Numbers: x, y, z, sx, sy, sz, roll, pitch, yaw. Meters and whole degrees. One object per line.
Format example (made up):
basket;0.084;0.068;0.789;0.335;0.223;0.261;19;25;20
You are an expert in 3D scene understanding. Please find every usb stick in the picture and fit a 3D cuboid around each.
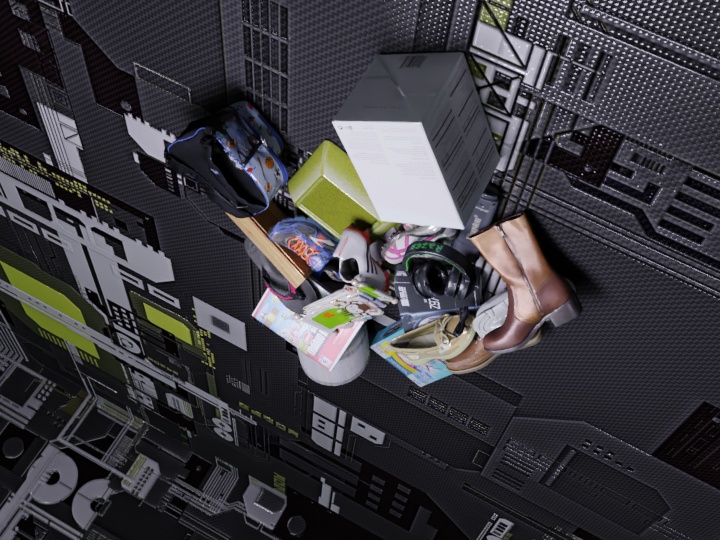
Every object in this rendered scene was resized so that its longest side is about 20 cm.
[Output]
usb stick;0.190;-0.077;1.502;0.055;0.033;0.201;27;150;10

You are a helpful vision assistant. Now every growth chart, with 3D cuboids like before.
growth chart;-0.026;0.072;1.690;0.144;0.018;0.199;21;143;-39

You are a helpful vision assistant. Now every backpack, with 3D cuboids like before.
backpack;-0.224;-0.193;1.605;0.199;0.154;0.191;-4;127;55

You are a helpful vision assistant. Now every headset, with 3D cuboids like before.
headset;0.142;0.029;1.542;0.122;0.095;0.200;3;148;34

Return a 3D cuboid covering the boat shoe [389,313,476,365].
boat shoe;0.136;0.125;1.687;0.063;0.074;0.200;27;149;-27

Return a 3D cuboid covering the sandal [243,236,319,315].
sandal;-0.160;0.013;1.757;0.075;0.045;0.200;-39;94;21

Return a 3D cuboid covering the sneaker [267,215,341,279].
sneaker;-0.086;-0.042;1.709;0.198;0.079;0.075;19;142;-29

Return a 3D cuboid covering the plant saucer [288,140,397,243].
plant saucer;-0.032;-0.120;1.635;0.199;0.048;0.200;38;150;-10

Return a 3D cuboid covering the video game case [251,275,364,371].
video game case;-0.103;0.091;1.801;0.199;0.017;0.144;35;112;3

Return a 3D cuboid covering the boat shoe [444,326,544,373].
boat shoe;0.235;0.123;1.666;0.198;0.072;0.068;-28;130;17

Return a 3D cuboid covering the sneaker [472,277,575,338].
sneaker;0.285;0.051;1.573;0.198;0.081;0.077;-24;107;33

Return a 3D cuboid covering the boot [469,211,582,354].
boot;0.239;0.026;1.485;0.187;0.069;0.201;-28;106;32

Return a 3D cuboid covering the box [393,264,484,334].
box;0.154;0.068;1.703;0.158;0.044;0.201;3;143;13

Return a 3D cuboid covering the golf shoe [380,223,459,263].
golf shoe;0.100;-0.048;1.580;0.092;0.073;0.200;44;151;0

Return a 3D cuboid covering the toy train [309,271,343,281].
toy train;-0.096;0.001;1.855;0.198;0.085;0.116;29;162;4

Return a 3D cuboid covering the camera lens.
camera lens;-0.063;0.140;1.941;0.158;0.161;0.201;20;149;19

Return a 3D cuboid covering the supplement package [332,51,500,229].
supplement package;0.087;-0.188;1.312;0.150;0.152;0.201;8;143;35

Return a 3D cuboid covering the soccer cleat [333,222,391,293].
soccer cleat;0.000;0.000;1.649;0.068;0.086;0.201;20;153;29

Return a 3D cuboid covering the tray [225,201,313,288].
tray;-0.162;-0.068;1.743;0.200;0.099;0.037;47;122;-2

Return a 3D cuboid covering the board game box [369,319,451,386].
board game box;0.127;0.167;1.916;0.150;0.047;0.200;38;150;-10
